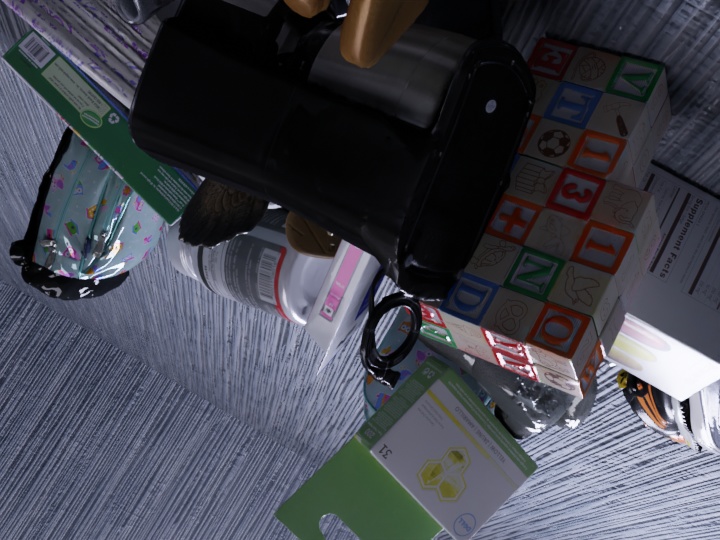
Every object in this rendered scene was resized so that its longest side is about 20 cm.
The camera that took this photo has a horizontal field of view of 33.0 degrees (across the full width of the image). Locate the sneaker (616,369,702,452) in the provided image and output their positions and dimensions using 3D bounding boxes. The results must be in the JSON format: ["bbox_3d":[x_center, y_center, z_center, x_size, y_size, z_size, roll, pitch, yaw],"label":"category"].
[{"bbox_3d":[0.274,0.107,1.122,0.090,0.070,0.200,18,161,28],"label":"sneaker"}]

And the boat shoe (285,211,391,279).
[{"bbox_3d":[0.028,-0.031,1.177,0.199,0.072,0.065,11,-167,23],"label":"boat shoe"}]

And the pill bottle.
[{"bbox_3d":[-0.115,-0.017,1.359,0.200,0.114,0.114,18,159,38],"label":"pill bottle"}]

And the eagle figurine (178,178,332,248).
[{"bbox_3d":[-0.047,-0.098,0.911,0.150,0.152,0.200,-5,-179,35],"label":"eagle figurine"}]

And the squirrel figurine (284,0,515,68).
[{"bbox_3d":[-0.010,-0.228,0.599,0.187,0.141,0.200,39,146,26],"label":"squirrel figurine"}]

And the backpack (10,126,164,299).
[{"bbox_3d":[-0.279,-0.076,1.331,0.126,0.201,0.167,26,-159,4],"label":"backpack"}]

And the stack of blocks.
[{"bbox_3d":[0.123,-0.037,0.745,0.115,0.200,0.059,20,160,27],"label":"stack of blocks"}]

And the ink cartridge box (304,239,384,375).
[{"bbox_3d":[0.000,0.000,1.093,0.037,0.095,0.200,31,133,10],"label":"ink cartridge box"}]

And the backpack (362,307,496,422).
[{"bbox_3d":[0.081,0.095,1.194,0.166,0.200,0.127,23,162,26],"label":"backpack"}]

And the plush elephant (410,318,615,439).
[{"bbox_3d":[0.164,0.048,1.035,0.165,0.155,0.200,45,170,-10],"label":"plush elephant"}]

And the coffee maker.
[{"bbox_3d":[-0.030,-0.071,0.699,0.200,0.192,0.135,24,162,28],"label":"coffee maker"}]

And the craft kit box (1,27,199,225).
[{"bbox_3d":[-0.232,-0.140,1.110,0.200,0.048,0.198,46,-176,-16],"label":"craft kit box"}]

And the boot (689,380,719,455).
[{"bbox_3d":[0.335,0.117,1.038,0.090,0.073,0.200,25,162,37],"label":"boot"}]

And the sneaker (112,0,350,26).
[{"bbox_3d":[-0.101,-0.200,0.814,0.200,0.114,0.075,32,163,-5],"label":"sneaker"}]

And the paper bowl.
[{"bbox_3d":[-0.183,-0.197,0.926,0.201,0.104,0.201,41,179,1],"label":"paper bowl"}]

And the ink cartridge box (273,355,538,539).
[{"bbox_3d":[0.043,0.195,1.084,0.146,0.200,0.048,48,172,-25],"label":"ink cartridge box"}]

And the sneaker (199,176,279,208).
[{"bbox_3d":[-0.130,-0.130,1.129,0.200,0.073,0.112,37,165,-14],"label":"sneaker"}]

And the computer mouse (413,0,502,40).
[{"bbox_3d":[0.054,-0.099,0.800,0.046,0.141,0.200,-5,165,-9],"label":"computer mouse"}]

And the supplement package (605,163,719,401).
[{"bbox_3d":[0.184,-0.009,0.878,0.200,0.110,0.114,29,164,6],"label":"supplement package"}]
